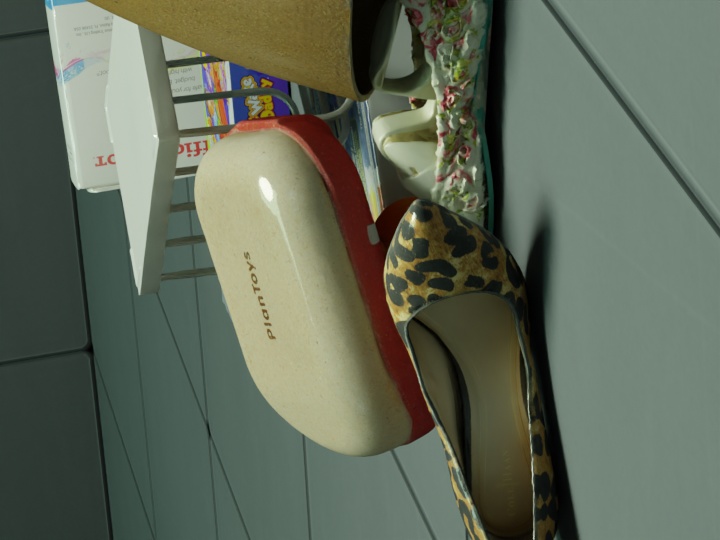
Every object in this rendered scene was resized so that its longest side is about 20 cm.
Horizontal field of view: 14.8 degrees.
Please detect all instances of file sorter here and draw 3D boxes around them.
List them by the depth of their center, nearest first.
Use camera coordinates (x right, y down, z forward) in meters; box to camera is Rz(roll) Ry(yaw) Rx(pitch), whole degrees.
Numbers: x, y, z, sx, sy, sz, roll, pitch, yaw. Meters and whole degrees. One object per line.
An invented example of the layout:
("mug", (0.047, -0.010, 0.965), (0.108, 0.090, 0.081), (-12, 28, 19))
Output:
("file sorter", (-0.080, -0.097, 1.670), (0.200, 0.124, 0.139), (105, 155, -63))

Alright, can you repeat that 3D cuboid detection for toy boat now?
("toy boat", (0.000, 0.000, 1.545), (0.131, 0.131, 0.200), (3, 113, 61))

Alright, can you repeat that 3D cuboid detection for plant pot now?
("plant pot", (-0.082, -0.194, 1.477), (0.186, 0.200, 0.186), (8, -90, -81))

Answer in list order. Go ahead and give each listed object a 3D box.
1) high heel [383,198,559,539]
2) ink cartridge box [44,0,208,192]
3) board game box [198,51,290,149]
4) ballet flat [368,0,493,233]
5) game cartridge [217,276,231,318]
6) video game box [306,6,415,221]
("high heel", (0.062, 0.065, 1.429), (0.200, 0.071, 0.143), (68, -171, -50))
("ink cartridge box", (-0.181, -0.176, 2.291), (0.085, 0.144, 0.200), (-145, 47, -75))
("board game box", (-0.091, -0.160, 2.110), (0.134, 0.045, 0.200), (-120, 24, -62))
("ballet flat", (0.036, -0.095, 1.476), (0.076, 0.064, 0.200), (-115, 19, -53))
("game cartridge", (-0.086, -0.001, 2.249), (0.200, 0.040, 0.133), (-122, 21, -63))
("video game box", (0.010, -0.068, 1.683), (0.182, 0.047, 0.200), (173, 87, -81))
